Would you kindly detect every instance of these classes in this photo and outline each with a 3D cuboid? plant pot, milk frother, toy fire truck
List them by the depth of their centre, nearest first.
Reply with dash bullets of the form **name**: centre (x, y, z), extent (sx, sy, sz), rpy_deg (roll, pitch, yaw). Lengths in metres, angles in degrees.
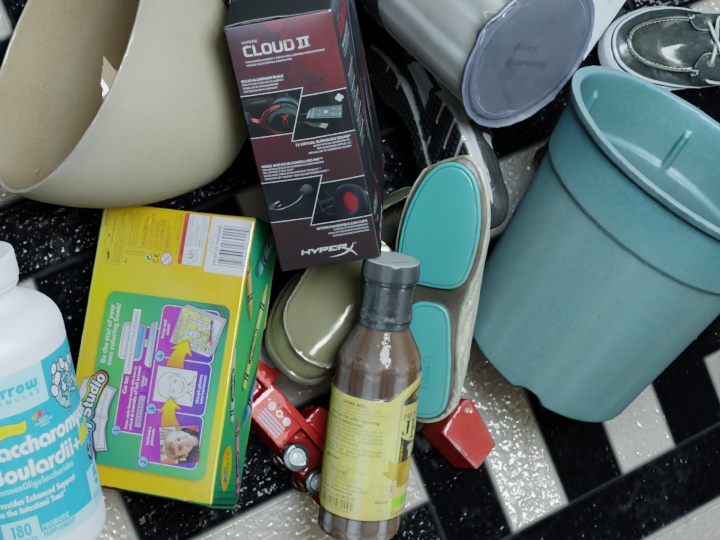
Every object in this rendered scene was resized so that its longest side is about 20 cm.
- **plant pot**: centre (-0.150, -0.126, 0.967), extent (0.133, 0.199, 0.203), rpy_deg (23, 79, -35)
- **milk frother**: centre (0.101, -0.238, 0.997), extent (0.179, 0.188, 0.202), rpy_deg (-5, 132, -44)
- **plant pot**: centre (0.185, -0.009, 1.020), extent (0.198, 0.201, 0.197), rpy_deg (24, 121, -15)
- **toy fire truck**: centre (-0.008, 0.103, 1.061), extent (0.141, 0.049, 0.201), rpy_deg (-43, 99, -16)

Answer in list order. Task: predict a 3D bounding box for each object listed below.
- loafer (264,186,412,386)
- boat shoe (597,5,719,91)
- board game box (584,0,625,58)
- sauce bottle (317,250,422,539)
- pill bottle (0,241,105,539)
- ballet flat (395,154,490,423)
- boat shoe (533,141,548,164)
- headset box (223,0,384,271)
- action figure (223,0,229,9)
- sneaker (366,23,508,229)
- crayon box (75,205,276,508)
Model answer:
- **loafer**: centre (0.000, 0.000, 1.035), extent (0.076, 0.067, 0.201), rpy_deg (38, 57, -2)
- **boat shoe**: centre (0.298, -0.190, 1.170), extent (0.197, 0.071, 0.073), rpy_deg (-3, 87, -18)
- **board game box**: centre (0.148, -0.295, 1.152), extent (0.199, 0.026, 0.201), rpy_deg (40, 75, -12)
- **sauce bottle**: centre (0.010, 0.089, 0.979), extent (0.064, 0.065, 0.203), rpy_deg (2, 107, -18)
- **pill bottle**: centre (-0.234, 0.087, 0.891), extent (0.109, 0.111, 0.203), rpy_deg (-16, 110, -19)
- **ballet flat**: centre (0.058, 0.010, 1.009), extent (0.067, 0.062, 0.203), rpy_deg (14, 108, 16)
- **boat shoe**: centre (0.206, -0.024, 1.138), extent (0.056, 0.067, 0.202), rpy_deg (-27, 91, -2)
- **headset box**: centre (-0.035, -0.126, 0.957), extent (0.074, 0.149, 0.202), rpy_deg (-8, 120, 7)
- **action figure**: centre (-0.091, -0.244, 1.030), extent (0.119, 0.102, 0.201), rpy_deg (-39, 97, -28)
- **sneaker**: centre (0.075, -0.117, 1.057), extent (0.079, 0.074, 0.202), rpy_deg (-4, 55, -27)
- **crayon box**: centre (-0.134, 0.058, 0.989), extent (0.117, 0.058, 0.203), rpy_deg (7, 84, 16)
